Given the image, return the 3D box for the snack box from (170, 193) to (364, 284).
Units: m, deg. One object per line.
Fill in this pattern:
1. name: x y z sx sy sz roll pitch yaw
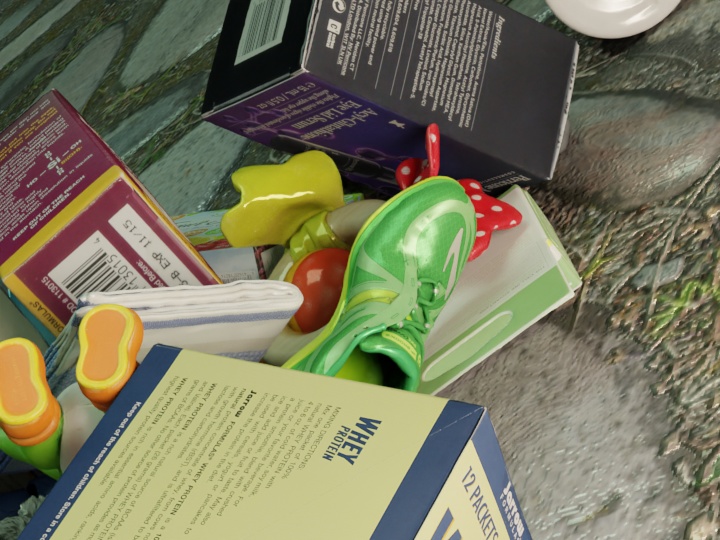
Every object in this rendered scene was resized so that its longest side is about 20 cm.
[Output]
1. snack box: -0.110 -0.008 1.358 0.200 0.053 0.142 -5 13 35

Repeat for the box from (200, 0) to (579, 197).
1. box: 0.020 -0.127 1.207 0.148 0.200 0.105 -16 57 59

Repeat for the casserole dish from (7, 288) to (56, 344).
1. casserole dish: -0.236 0.074 1.395 0.039 0.121 0.201 -9 69 0

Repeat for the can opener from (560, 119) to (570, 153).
1. can opener: 0.080 -0.092 1.350 0.200 0.053 0.067 -2 78 58

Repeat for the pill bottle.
1. pill bottle: 0.179 -0.266 1.400 0.120 0.120 0.200 -35 23 12

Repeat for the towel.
1. towel: -0.134 0.065 1.091 0.200 0.147 0.024 -50 53 47

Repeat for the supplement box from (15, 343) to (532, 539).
1. supplement box: -0.048 0.164 0.881 0.199 0.134 0.200 8 49 30

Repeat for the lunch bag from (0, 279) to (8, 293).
1. lunch bag: -0.296 0.024 1.558 0.200 0.170 0.124 -43 28 -1

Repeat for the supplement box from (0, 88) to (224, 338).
1. supplement box: -0.180 -0.019 1.208 0.103 0.131 0.200 -42 31 -2

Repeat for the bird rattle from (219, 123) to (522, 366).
1. bird rattle: 0.000 0.000 1.161 0.200 0.113 0.163 6 62 43

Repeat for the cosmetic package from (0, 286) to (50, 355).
1. cosmetic package: -0.290 0.103 1.174 0.200 0.105 0.071 -39 4 -18

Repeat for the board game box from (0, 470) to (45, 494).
1. board game box: -0.255 0.168 1.257 0.200 0.152 0.046 -48 24 -18

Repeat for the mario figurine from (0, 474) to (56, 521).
1. mario figurine: -0.178 0.154 1.201 0.200 0.124 0.106 -29 56 -23

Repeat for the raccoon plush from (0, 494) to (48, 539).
1. raccoon plush: -0.165 0.200 1.145 0.200 0.097 0.134 -24 -28 -31

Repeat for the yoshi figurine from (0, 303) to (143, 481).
1. yoshi figurine: -0.139 0.089 1.030 0.112 0.200 0.112 23 64 28

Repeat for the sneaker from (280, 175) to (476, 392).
1. sneaker: 0.016 0.038 1.034 0.083 0.074 0.200 10 64 55

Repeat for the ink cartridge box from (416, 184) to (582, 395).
1. ink cartridge box: 0.068 0.033 1.119 0.145 0.048 0.200 -37 21 9
